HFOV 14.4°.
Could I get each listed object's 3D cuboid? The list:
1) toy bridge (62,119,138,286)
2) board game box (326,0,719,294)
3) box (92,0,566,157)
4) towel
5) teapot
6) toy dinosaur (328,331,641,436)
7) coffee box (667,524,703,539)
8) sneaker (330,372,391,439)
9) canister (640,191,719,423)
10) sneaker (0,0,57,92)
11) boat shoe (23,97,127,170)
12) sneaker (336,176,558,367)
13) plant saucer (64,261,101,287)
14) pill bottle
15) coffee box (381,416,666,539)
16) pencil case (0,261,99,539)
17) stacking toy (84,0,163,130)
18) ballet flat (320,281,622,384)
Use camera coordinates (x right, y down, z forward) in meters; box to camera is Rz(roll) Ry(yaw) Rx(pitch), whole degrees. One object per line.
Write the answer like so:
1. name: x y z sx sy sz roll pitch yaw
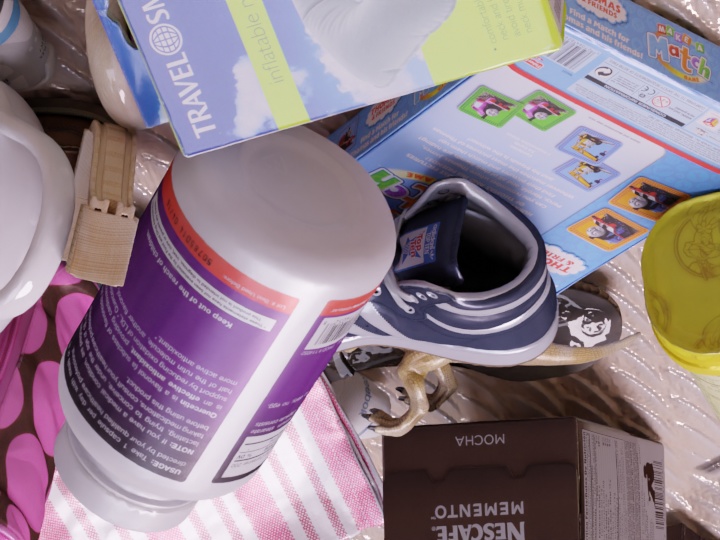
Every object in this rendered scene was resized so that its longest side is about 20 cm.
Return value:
1. toy bridge: -0.123 -0.035 1.331 0.027 0.068 0.200 13 -177 -9
2. board game box: 0.093 -0.062 1.385 0.151 0.037 0.200 24 145 -25
3. box: -0.025 -0.128 1.214 0.199 0.048 0.122 -16 116 14
4. towel: -0.095 0.125 1.544 0.199 0.030 0.147 -30 119 -2
5. teapot: -0.229 -0.004 1.330 0.196 0.147 0.200 -5 155 -5
6. toy dinosaur: 0.039 0.036 1.492 0.199 0.058 0.101 25 119 -6
7. coffee box: 0.224 0.256 1.793 0.080 0.114 0.200 -18 141 36
8. sneaker: -0.066 0.104 1.666 0.087 0.075 0.199 26 146 -38
9. canister: 0.234 0.032 1.433 0.148 0.087 0.200 -11 154 14
10. sneaker: -0.236 -0.090 1.385 0.199 0.075 0.087 -9 151 27
11. boat shoe: -0.206 -0.032 1.472 0.199 0.068 0.072 -15 140 30
12. sneaker: 0.000 0.000 1.407 0.199 0.071 0.109 3 159 3
13. plant saucer: -0.150 0.027 1.580 0.199 0.036 0.200 8 146 5
14. pill bottle: -0.072 0.030 1.352 0.112 0.113 0.200 20 125 -20
15. coffee box: 0.094 0.130 1.590 0.112 0.080 0.200 -4 172 19
16. pencil case: -0.188 0.079 1.456 0.090 0.201 0.094 18 137 -10
17. stacking toy: -0.019 -0.111 1.285 0.199 0.086 0.086 -2 148 16
18. ballet flat: 0.043 0.028 1.547 0.199 0.046 0.068 -6 119 12
